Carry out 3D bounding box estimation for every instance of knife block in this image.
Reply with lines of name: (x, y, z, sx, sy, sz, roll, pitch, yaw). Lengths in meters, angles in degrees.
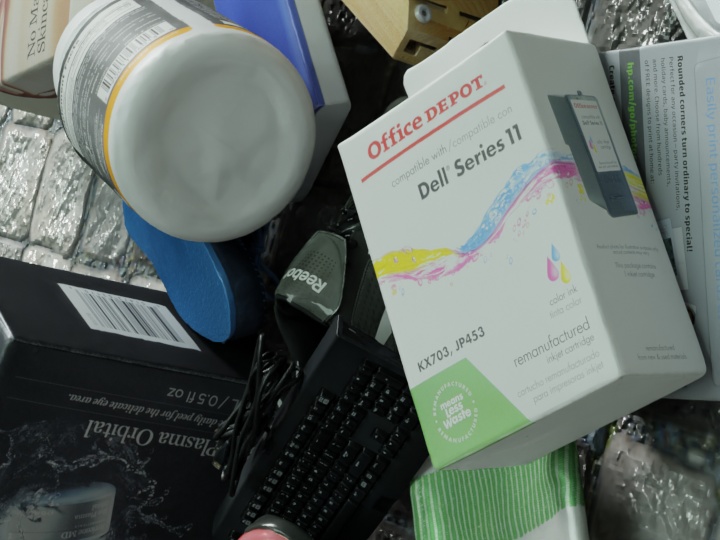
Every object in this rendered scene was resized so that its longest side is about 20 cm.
knife block: (0.002, -0.188, 1.154, 0.175, 0.064, 0.202, -19, 65, 52)

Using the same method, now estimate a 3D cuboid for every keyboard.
keyboard: (-0.032, 0.104, 1.040, 0.200, 0.104, 0.040, -59, 0, 45)

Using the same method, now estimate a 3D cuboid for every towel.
towel: (0.066, 0.154, 0.960, 0.152, 0.023, 0.202, 139, 133, -57)

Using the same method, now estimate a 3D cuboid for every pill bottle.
pill bottle: (-0.108, -0.095, 1.145, 0.200, 0.116, 0.117, 39, 111, 64)

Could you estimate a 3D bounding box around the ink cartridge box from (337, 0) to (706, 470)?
ink cartridge box: (0.062, -0.026, 0.896, 0.117, 0.067, 0.201, -32, 67, 39)

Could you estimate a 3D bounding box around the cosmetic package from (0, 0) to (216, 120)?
cosmetic package: (-0.178, -0.176, 1.382, 0.199, 0.087, 0.104, -16, 67, 52)

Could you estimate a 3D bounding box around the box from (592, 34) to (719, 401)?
box: (0.162, -0.022, 0.863, 0.199, 0.041, 0.157, -2, 92, 56)

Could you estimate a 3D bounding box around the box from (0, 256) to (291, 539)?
box: (-0.172, 0.113, 1.183, 0.117, 0.196, 0.201, 45, 116, 49)

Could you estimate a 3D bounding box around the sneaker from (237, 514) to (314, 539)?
sneaker: (-0.067, 0.213, 1.064, 0.074, 0.087, 0.201, 35, 132, 11)

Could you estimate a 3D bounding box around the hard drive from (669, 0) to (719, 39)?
hard drive: (0.208, -0.183, 0.887, 0.200, 0.038, 0.140, -47, 45, 35)

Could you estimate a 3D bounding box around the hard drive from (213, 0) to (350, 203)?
hard drive: (-0.056, -0.157, 1.183, 0.132, 0.025, 0.201, 121, 135, -64)

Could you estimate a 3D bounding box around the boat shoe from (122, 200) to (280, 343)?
boat shoe: (-0.087, -0.025, 1.211, 0.200, 0.068, 0.085, -126, 37, -52)

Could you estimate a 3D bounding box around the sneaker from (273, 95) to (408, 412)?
sneaker: (0.000, 0.000, 1.071, 0.066, 0.090, 0.202, 5, 83, 54)
